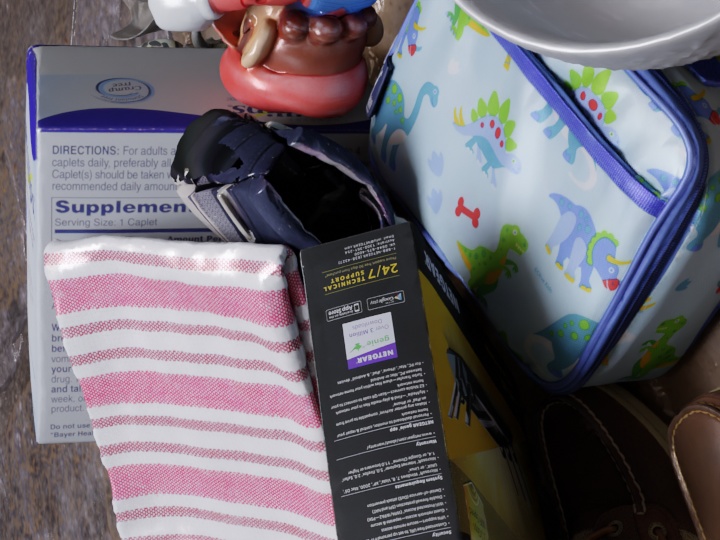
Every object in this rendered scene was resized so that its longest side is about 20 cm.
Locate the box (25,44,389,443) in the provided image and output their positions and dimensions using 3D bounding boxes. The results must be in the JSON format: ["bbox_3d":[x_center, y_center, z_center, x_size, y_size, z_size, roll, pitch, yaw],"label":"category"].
[{"bbox_3d":[-0.090,-0.014,0.858,0.105,0.184,0.200,-110,24,-55],"label":"box"}]

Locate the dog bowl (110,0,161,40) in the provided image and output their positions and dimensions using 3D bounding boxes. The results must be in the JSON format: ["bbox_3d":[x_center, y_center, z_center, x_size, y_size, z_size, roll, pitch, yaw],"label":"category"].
[{"bbox_3d":[-0.138,-0.255,1.044,0.200,0.059,0.200,13,106,56],"label":"dog bowl"}]

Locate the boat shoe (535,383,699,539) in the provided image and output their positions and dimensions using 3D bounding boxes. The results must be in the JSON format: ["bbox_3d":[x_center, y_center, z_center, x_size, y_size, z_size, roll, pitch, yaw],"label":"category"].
[{"bbox_3d":[0.119,0.136,0.683,0.072,0.072,0.200,-53,52,48],"label":"boat shoe"}]

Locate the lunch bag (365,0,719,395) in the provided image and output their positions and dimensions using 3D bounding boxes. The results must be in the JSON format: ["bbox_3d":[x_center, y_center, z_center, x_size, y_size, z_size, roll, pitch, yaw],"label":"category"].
[{"bbox_3d":[0.089,-0.061,0.692,0.200,0.082,0.161,58,138,33],"label":"lunch bag"}]

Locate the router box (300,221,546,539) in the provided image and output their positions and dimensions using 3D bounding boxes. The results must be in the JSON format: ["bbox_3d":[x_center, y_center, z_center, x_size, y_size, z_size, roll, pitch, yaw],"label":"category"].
[{"bbox_3d":[0.037,0.092,0.688,0.200,0.052,0.157,51,-153,-61],"label":"router box"}]

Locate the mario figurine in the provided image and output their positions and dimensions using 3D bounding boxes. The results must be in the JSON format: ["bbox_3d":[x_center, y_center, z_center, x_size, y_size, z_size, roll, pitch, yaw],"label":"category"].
[{"bbox_3d":[-0.024,-0.158,0.729,0.200,0.123,0.106,124,162,-47],"label":"mario figurine"}]

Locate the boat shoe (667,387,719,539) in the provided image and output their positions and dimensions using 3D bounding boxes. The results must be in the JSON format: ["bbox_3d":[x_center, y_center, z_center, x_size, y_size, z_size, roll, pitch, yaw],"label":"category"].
[{"bbox_3d":[0.173,0.130,0.599,0.200,0.068,0.072,64,143,29],"label":"boat shoe"}]

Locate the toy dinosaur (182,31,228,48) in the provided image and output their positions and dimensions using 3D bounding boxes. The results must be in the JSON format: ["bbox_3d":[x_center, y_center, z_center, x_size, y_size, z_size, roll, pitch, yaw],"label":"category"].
[{"bbox_3d":[-0.084,-0.067,0.947,0.077,0.102,0.200,45,131,46],"label":"toy dinosaur"}]

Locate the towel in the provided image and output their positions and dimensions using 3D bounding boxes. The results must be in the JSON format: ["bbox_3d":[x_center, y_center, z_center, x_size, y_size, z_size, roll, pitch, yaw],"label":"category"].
[{"bbox_3d":[-0.075,0.078,0.759,0.146,0.030,0.200,0,114,31],"label":"towel"}]

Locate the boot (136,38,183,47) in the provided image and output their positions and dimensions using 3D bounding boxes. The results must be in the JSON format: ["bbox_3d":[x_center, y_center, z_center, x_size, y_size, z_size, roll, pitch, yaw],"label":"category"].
[{"bbox_3d":[-0.143,-0.046,1.086,0.204,0.073,0.154,122,140,-53],"label":"boot"}]

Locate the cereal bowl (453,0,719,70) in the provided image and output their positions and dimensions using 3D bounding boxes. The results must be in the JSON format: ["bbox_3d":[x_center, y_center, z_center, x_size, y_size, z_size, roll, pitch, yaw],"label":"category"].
[{"bbox_3d":[0.118,-0.170,0.592,0.200,0.083,0.200,-5,82,34],"label":"cereal bowl"}]

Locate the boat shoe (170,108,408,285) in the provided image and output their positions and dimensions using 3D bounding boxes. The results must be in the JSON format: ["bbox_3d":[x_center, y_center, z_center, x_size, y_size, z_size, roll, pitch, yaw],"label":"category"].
[{"bbox_3d":[0.000,0.000,0.756,0.075,0.200,0.093,-57,29,-10],"label":"boat shoe"}]
